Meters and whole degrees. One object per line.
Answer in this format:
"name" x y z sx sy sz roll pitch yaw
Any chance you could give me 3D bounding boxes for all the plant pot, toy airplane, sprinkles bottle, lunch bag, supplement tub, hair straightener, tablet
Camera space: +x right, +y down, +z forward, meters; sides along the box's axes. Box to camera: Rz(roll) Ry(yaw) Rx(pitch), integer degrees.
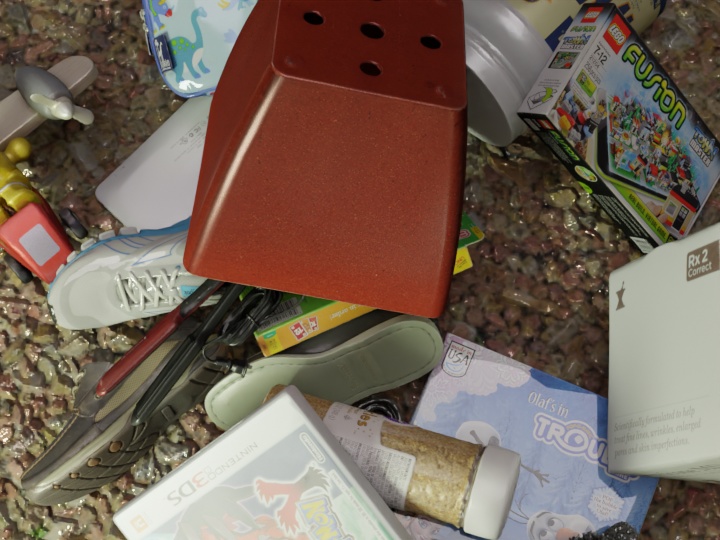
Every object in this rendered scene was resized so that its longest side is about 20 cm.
"plant pot" -0.010 -0.109 0.910 0.200 0.176 0.200 11 48 -9
"toy airplane" -0.323 -0.093 1.018 0.199 0.141 0.200 4 75 3
"sprinkles bottle" 0.019 0.144 0.937 0.200 0.068 0.068 15 75 12
"lunch bag" -0.086 -0.236 1.040 0.200 0.082 0.161 -9 94 7
"supplement tub" 0.151 -0.216 1.036 0.145 0.145 0.200 43 80 12
"hair straightener" -0.109 0.045 0.953 0.200 0.041 0.077 -46 105 -8
"tablet" -0.120 -0.095 1.079 0.130 0.014 0.200 42 80 11

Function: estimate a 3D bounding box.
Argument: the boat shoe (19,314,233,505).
"boat shoe" -0.196 0.109 1.001 0.200 0.075 0.073 -39 68 -17

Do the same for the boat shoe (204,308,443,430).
"boat shoe" -0.030 0.077 1.005 0.201 0.061 0.072 -19 116 8

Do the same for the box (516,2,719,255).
"box" 0.217 -0.109 0.994 0.035 0.200 0.110 16 70 53

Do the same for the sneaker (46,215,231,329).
"sneaker" -0.153 0.003 0.991 0.200 0.087 0.075 -22 119 -13

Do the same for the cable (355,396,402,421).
"cable" -0.041 0.181 0.980 0.200 0.050 0.097 -32 78 -5

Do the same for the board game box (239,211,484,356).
"board game box" 0.000 0.000 1.014 0.200 0.030 0.096 -26 31 -3

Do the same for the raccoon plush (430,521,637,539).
"raccoon plush" 0.135 0.218 0.856 0.134 0.200 0.097 -28 63 9

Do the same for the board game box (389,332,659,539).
"board game box" 0.122 0.179 0.980 0.200 0.043 0.199 22 76 7

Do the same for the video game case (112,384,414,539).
"video game case" -0.060 0.214 0.923 0.182 0.023 0.200 -37 93 17

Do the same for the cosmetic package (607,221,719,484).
"cosmetic package" 0.308 0.072 0.915 0.200 0.165 0.165 7 74 -15
